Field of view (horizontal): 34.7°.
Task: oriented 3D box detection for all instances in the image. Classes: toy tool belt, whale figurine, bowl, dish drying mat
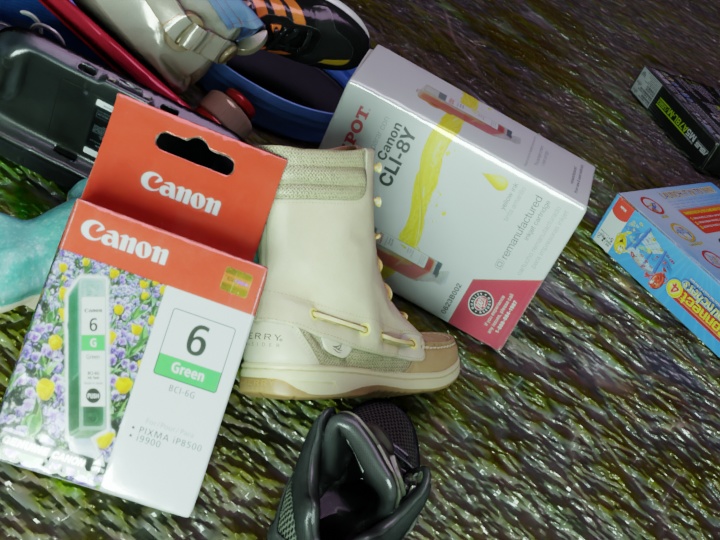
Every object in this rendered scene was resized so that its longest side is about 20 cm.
[{"bbox_3d":[-0.129,-0.205,0.902,0.200,0.123,0.125,47,-12,-14],"label":"toy tool belt"},{"bbox_3d":[-0.143,-0.015,0.700,0.198,0.104,0.160,6,38,-37],"label":"whale figurine"},{"bbox_3d":[-0.072,-0.188,1.080,0.198,0.040,0.202,21,32,-13],"label":"bowl"},{"bbox_3d":[-0.197,-0.173,0.869,0.200,0.018,0.077,41,1,6],"label":"dish drying mat"}]

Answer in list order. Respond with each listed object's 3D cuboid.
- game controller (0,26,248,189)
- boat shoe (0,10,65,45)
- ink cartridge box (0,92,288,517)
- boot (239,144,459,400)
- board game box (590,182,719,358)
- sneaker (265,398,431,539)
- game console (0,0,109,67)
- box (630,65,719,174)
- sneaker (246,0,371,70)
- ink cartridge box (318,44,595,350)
[{"bbox_3d":[-0.169,-0.088,0.789,0.198,0.105,0.042,26,35,-6],"label":"game controller"},{"bbox_3d":[-0.233,-0.138,0.839,0.198,0.075,0.062,25,32,-9],"label":"boat shoe"},{"bbox_3d":[-0.111,0.015,0.608,0.108,0.203,0.050,20,-8,-14],"label":"ink cartridge box"},{"bbox_3d":[0.000,0.000,0.735,0.072,0.158,0.199,-2,-3,39],"label":"boot"},{"bbox_3d":[0.359,-0.001,1.141,0.198,0.056,0.196,-8,46,-46],"label":"board game box"},{"bbox_3d":[0.005,0.111,0.631,0.076,0.115,0.199,34,29,6],"label":"sneaker"},{"bbox_3d":[-0.289,-0.219,0.969,0.197,0.118,0.173,11,66,-26],"label":"game console"},{"bbox_3d":[0.480,-0.185,1.525,0.191,0.048,0.201,12,34,-30],"label":"box"},{"bbox_3d":[-0.089,-0.213,1.012,0.198,0.070,0.091,24,46,-8],"label":"sneaker"},{"bbox_3d":[0.058,-0.055,0.888,0.198,0.146,0.084,29,32,1],"label":"ink cartridge box"}]
